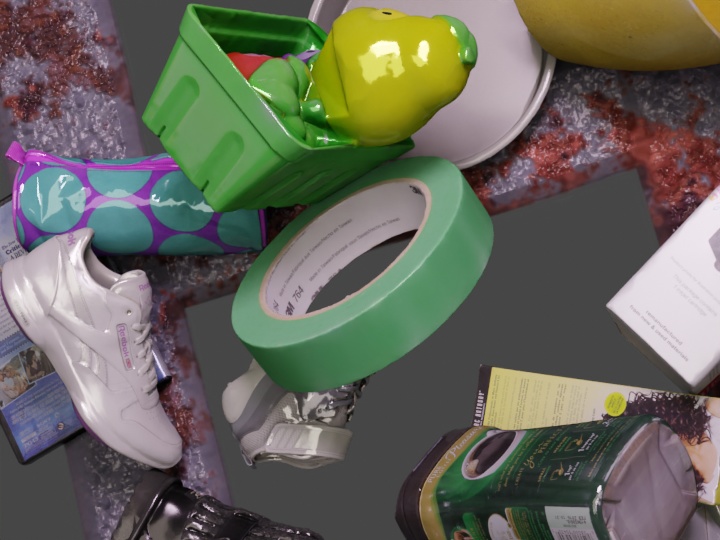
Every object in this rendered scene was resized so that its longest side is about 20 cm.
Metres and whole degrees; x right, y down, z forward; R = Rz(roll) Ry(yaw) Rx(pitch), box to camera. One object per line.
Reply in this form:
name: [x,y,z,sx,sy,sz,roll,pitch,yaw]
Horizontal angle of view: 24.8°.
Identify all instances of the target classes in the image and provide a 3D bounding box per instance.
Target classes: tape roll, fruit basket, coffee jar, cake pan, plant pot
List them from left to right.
fruit basket: [-0.023,-0.135,1.158,0.215,0.216,0.156,-41,77,4]
tape roll: [0.000,0.000,1.184,0.200,0.201,0.048,-34,117,6]
cake pan: [0.055,-0.171,1.271,0.198,0.037,0.203,-2,83,12]
coffee jar: [0.118,0.152,1.093,0.199,0.104,0.086,-9,118,48]
plant pot: [0.190,-0.225,1.187,0.141,0.199,0.202,-22,77,35]

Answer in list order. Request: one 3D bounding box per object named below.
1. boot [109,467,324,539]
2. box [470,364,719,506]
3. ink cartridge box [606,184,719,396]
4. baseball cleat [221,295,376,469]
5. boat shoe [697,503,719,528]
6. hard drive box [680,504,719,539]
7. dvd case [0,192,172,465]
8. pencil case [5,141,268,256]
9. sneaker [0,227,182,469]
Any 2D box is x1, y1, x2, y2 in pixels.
boot: [-0.129,0.268,1.230,0.157,0.079,0.213,23,87,14]
box: [0.174,0.116,1.165,0.198,0.050,0.076,4,82,36]
ink cartridge box: [0.273,-0.011,1.148,0.083,0.146,0.200,43,92,16]
baseball cleat: [-0.009,0.082,1.233,0.199,0.070,0.107,-34,63,17]
boat shoe: [0.286,0.195,1.162,0.071,0.070,0.202,-20,64,-22]
hard drive box: [0.192,0.283,1.123,0.200,0.077,0.157,-42,74,31]
dvd case: [-0.255,0.035,1.320,0.142,0.018,0.201,-30,78,7]
pencil case: [-0.169,-0.056,1.267,0.198,0.085,0.093,-2,124,3]
sneaker: [-0.184,0.060,1.238,0.099,0.075,0.201,-32,103,8]
